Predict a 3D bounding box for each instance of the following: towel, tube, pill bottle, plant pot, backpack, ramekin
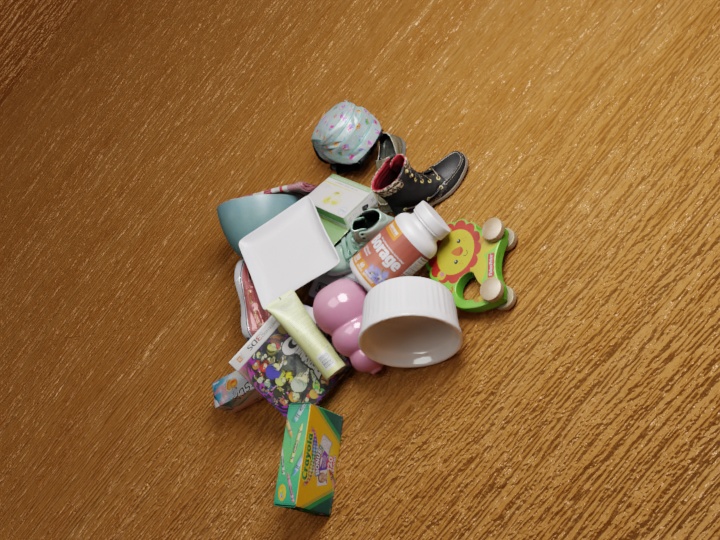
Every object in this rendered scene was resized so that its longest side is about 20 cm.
[{"bbox_3d":[-0.194,-0.172,1.904,0.198,0.144,0.023,-11,83,23],"label":"towel"},{"bbox_3d":[-0.109,0.133,1.654,0.052,0.058,0.200,-41,81,16],"label":"tube"},{"bbox_3d":[0.082,-0.044,1.634,0.200,0.112,0.112,-43,50,14],"label":"pill bottle"},{"bbox_3d":[-0.232,-0.090,1.889,0.199,0.200,0.136,-12,81,31],"label":"plant pot"},{"bbox_3d":[-0.034,-0.312,1.848,0.168,0.126,0.200,-61,22,1],"label":"backpack"},{"bbox_3d":[0.094,0.098,1.542,0.199,0.200,0.098,-21,50,27],"label":"ramekin"}]

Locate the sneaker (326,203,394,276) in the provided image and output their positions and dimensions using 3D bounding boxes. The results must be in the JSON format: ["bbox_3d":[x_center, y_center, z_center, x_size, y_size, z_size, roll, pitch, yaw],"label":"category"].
[{"bbox_3d":[-0.018,-0.067,1.704,0.200,0.118,0.074,-33,60,16],"label":"sneaker"}]

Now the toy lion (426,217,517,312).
[{"bbox_3d":[0.214,-0.011,1.599,0.191,0.068,0.202,-15,60,38],"label":"toy lion"}]

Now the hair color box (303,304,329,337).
[{"bbox_3d":[-0.161,0.125,1.799,0.199,0.065,0.110,17,79,38],"label":"hair color box"}]

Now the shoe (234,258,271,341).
[{"bbox_3d":[-0.222,0.055,1.795,0.090,0.071,0.202,-22,61,23],"label":"shoe"}]

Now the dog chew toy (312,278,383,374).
[{"bbox_3d":[-0.014,0.120,1.647,0.124,0.124,0.201,-33,79,19],"label":"dog chew toy"}]

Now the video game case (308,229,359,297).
[{"bbox_3d":[0.000,0.000,1.753,0.199,0.023,0.183,19,82,34],"label":"video game case"}]

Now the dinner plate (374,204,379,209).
[{"bbox_3d":[-0.044,-0.102,1.853,0.199,0.024,0.202,-16,59,28],"label":"dinner plate"}]

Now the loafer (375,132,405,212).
[{"bbox_3d":[0.059,-0.224,1.805,0.075,0.070,0.202,-16,59,29],"label":"loafer"}]

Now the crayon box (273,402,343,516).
[{"bbox_3d":[-0.101,0.375,1.594,0.058,0.119,0.202,-7,64,33],"label":"crayon box"}]

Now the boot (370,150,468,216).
[{"bbox_3d":[0.123,-0.198,1.691,0.200,0.150,0.073,-41,50,13],"label":"boot"}]

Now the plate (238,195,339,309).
[{"bbox_3d":[-0.154,-0.036,1.751,0.199,0.032,0.201,-33,57,10],"label":"plate"}]

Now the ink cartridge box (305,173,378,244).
[{"bbox_3d":[-0.077,-0.124,1.805,0.200,0.048,0.145,-43,44,-21],"label":"ink cartridge box"}]

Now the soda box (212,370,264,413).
[{"bbox_3d":[-0.234,0.248,1.783,0.199,0.068,0.064,-30,57,24],"label":"soda box"}]

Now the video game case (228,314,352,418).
[{"bbox_3d":[-0.145,0.194,1.687,0.200,0.036,0.181,43,86,6],"label":"video game case"}]
